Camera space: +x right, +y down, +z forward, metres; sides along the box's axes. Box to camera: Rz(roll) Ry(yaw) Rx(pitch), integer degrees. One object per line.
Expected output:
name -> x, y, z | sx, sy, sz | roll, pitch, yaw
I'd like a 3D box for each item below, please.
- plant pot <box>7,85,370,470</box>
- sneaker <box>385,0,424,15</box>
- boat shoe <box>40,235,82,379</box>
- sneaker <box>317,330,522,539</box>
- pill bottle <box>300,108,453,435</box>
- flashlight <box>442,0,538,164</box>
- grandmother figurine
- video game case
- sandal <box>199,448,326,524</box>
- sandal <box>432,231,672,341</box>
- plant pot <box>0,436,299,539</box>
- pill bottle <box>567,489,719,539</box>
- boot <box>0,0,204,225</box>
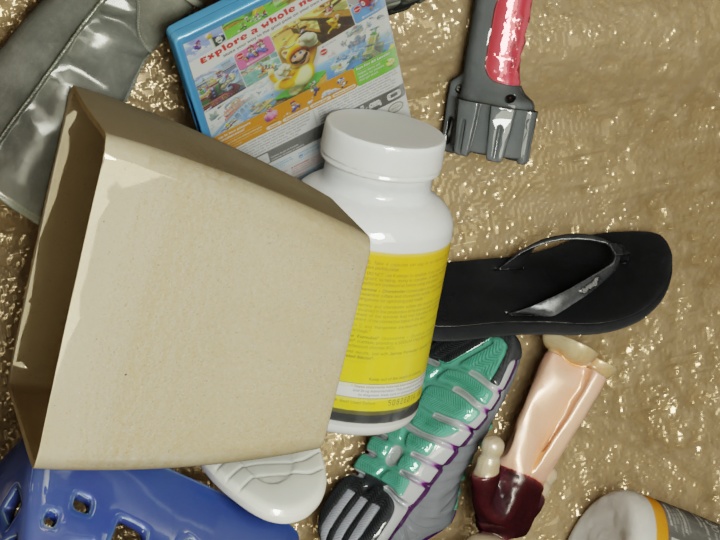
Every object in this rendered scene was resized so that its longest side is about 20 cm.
plant pot -> -0.103, 0.014, 1.578 | 0.177, 0.200, 0.200 | 10, 100, -15
sneaker -> -0.038, -0.191, 1.713 | 0.200, 0.075, 0.079 | -22, 91, -18
boat shoe -> -0.177, -0.006, 1.698 | 0.066, 0.072, 0.200 | 35, 105, 12
sneaker -> 0.051, 0.129, 1.810 | 0.200, 0.074, 0.088 | -52, 140, -7
pill bottle -> 0.000, 0.000, 1.713 | 0.112, 0.112, 0.200 | 4, 111, -19
flashlight -> 0.108, -0.174, 1.757 | 0.068, 0.068, 0.200 | 5, 98, -22
grandmother figurine -> 0.111, 0.144, 1.802 | 0.121, 0.061, 0.200 | 32, 81, -50
video game case -> -0.040, -0.114, 1.693 | 0.143, 0.018, 0.200 | -27, 139, -11
sandal -> -0.088, 0.106, 1.693 | 0.082, 0.203, 0.050 | -14, 133, -30
sandal -> 0.128, 0.009, 1.790 | 0.200, 0.076, 0.043 | -11, 144, -16
plant pot -> -0.173, 0.244, 1.643 | 0.200, 0.180, 0.200 | 26, 132, -20
pill bottle -> 0.249, 0.241, 1.858 | 0.200, 0.116, 0.116 | 23, 93, -21
boot -> -0.212, -0.154, 1.660 | 0.182, 0.073, 0.200 | 41, 103, 0
